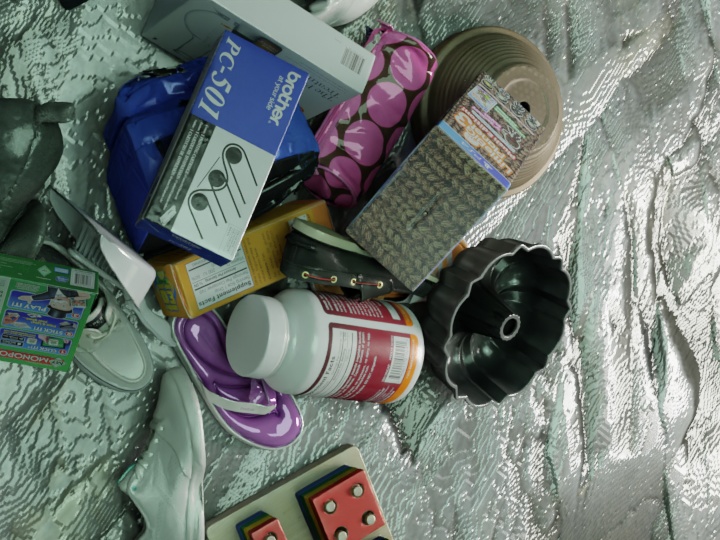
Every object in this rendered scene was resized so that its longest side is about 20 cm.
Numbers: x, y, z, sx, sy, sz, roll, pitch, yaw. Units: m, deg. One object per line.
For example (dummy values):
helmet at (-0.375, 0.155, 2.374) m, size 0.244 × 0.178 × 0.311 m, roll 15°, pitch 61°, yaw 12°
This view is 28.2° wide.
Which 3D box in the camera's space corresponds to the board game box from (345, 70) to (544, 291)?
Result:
board game box at (0.094, -0.099, 1.523) m, size 0.097 × 0.160 × 0.200 m, roll 41°, pitch 30°, yaw -2°

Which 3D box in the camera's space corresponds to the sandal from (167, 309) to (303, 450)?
sandal at (-0.134, 0.119, 1.536) m, size 0.083 × 0.050 × 0.203 m, roll -47°, pitch 108°, yaw -17°

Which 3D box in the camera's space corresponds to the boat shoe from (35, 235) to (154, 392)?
boat shoe at (-0.275, 0.045, 1.455) m, size 0.072 × 0.066 × 0.201 m, roll -38°, pitch 107°, yaw -20°

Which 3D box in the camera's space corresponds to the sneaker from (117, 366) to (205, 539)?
sneaker at (-0.209, 0.202, 1.487) m, size 0.088 × 0.075 × 0.202 m, roll -2°, pitch 94°, yaw -15°

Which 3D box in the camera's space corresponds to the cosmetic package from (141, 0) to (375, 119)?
cosmetic package at (-0.107, -0.232, 1.480) m, size 0.199 × 0.150 × 0.052 m, roll 29°, pitch 70°, yaw -24°

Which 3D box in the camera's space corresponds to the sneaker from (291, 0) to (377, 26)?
sneaker at (-0.039, -0.297, 1.548) m, size 0.199 × 0.088 × 0.076 m, roll -27°, pitch 102°, yaw -23°

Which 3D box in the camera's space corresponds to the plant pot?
plant pot at (0.165, -0.183, 1.652) m, size 0.199 × 0.093 × 0.203 m, roll -2°, pitch 93°, yaw -27°

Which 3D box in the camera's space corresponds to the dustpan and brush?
dustpan and brush at (-0.237, 0.009, 1.438) m, size 0.057 × 0.139 × 0.200 m, roll -51°, pitch 130°, yaw -3°

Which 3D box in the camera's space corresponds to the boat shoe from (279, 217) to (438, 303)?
boat shoe at (-0.002, -0.001, 1.524) m, size 0.200 × 0.073 × 0.064 m, roll 16°, pitch 99°, yaw -40°

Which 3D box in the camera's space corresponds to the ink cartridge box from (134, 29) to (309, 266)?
ink cartridge box at (-0.129, -0.115, 1.351) m, size 0.093 × 0.044 × 0.201 m, roll 25°, pitch 74°, yaw -16°

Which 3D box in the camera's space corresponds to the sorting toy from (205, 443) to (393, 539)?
sorting toy at (-0.044, 0.328, 1.578) m, size 0.199 × 0.069 × 0.200 m, roll -26°, pitch 103°, yaw -24°

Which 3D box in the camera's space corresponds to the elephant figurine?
elephant figurine at (-0.359, -0.059, 1.359) m, size 0.140 × 0.155 × 0.202 m, roll 15°, pitch 72°, yaw 0°

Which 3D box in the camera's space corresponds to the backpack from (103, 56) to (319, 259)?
backpack at (-0.150, -0.129, 1.458) m, size 0.199 × 0.162 × 0.169 m, roll -19°, pitch 84°, yaw -23°

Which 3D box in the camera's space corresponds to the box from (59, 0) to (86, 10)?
box at (-0.217, -0.358, 1.423) m, size 0.199 × 0.148 × 0.108 m, roll -33°, pitch 105°, yaw -21°

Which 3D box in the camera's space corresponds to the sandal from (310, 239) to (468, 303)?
sandal at (0.044, 0.004, 1.616) m, size 0.205 × 0.059 × 0.080 m, roll -9°, pitch 96°, yaw -26°

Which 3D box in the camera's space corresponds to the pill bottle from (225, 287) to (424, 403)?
pill bottle at (-0.039, 0.079, 1.532) m, size 0.199 × 0.113 × 0.114 m, roll 10°, pitch 87°, yaw -37°

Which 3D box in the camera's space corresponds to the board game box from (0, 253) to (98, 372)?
board game box at (-0.362, 0.034, 1.365) m, size 0.198 × 0.135 × 0.029 m, roll 12°, pitch 49°, yaw -18°

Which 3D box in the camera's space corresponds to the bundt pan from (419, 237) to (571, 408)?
bundt pan at (0.146, 0.050, 1.634) m, size 0.201 × 0.076 × 0.204 m, roll -21°, pitch 125°, yaw -33°

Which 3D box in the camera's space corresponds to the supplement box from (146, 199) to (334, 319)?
supplement box at (-0.123, -0.014, 1.517) m, size 0.199 × 0.066 × 0.069 m, roll -22°, pitch 104°, yaw -31°

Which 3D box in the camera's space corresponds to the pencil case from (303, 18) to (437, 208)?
pencil case at (0.002, -0.171, 1.575) m, size 0.201 × 0.090 × 0.094 m, roll -63°, pitch 149°, yaw -13°
